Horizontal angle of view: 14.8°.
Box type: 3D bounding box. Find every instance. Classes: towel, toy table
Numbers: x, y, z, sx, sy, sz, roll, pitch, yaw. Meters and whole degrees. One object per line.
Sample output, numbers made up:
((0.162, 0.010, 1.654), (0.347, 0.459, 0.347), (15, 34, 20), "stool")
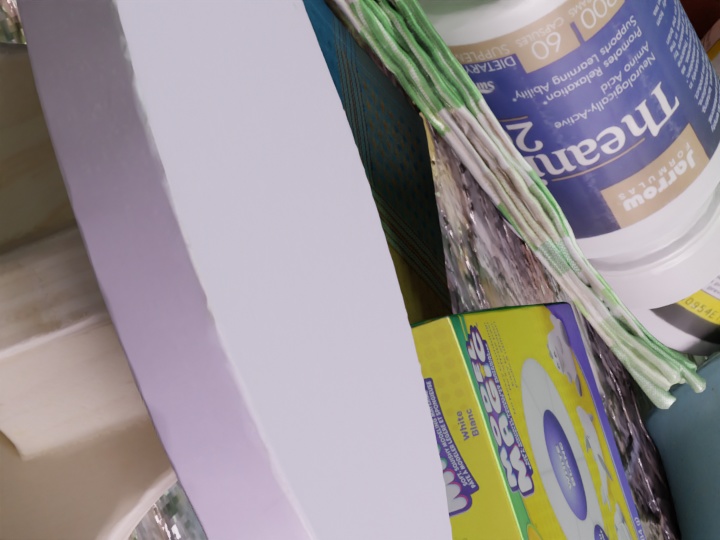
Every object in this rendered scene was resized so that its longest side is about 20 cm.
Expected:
((0.051, -0.039, 1.011), (0.200, 0.023, 0.153), (51, 2, -4), "towel")
((-0.067, 0.000, 0.561), (0.184, 0.117, 0.200), (6, 66, -72), "toy table")
((0.000, 0.000, 0.948), (0.147, 0.022, 0.200), (47, 29, -53), "towel")

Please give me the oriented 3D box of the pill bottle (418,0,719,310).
((0.091, -0.076, 1.161), (0.111, 0.111, 0.200), (-92, 156, -45), "pill bottle")

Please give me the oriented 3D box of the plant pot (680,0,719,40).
((0.135, -0.197, 1.330), (0.201, 0.200, 0.195), (-92, 164, -45), "plant pot")

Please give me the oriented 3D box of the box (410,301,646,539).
((0.045, 0.071, 0.901), (0.200, 0.048, 0.118), (-6, 78, -71), "box")

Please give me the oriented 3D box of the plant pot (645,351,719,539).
((0.236, 0.115, 1.307), (0.188, 0.200, 0.200), (59, 14, 14), "plant pot")

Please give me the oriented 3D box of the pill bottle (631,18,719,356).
((0.194, -0.063, 1.280), (0.114, 0.200, 0.114), (27, 35, -21), "pill bottle")
